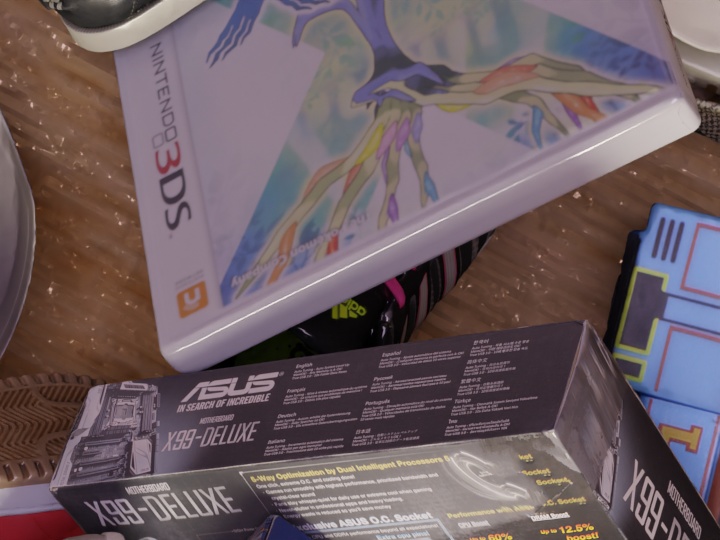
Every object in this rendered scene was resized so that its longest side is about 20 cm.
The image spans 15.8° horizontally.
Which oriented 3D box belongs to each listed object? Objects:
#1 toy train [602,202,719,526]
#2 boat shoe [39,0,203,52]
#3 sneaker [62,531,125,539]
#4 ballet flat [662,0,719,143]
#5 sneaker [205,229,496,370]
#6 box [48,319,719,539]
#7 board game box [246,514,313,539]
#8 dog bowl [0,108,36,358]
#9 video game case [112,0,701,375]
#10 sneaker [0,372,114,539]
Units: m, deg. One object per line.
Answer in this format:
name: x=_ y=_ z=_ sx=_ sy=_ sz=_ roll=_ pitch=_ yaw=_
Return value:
toy train: x=0.134 y=0.072 z=0.949 sx=0.114 sy=0.087 sz=0.201 roll=14 pitch=93 yaw=11
boat shoe: x=-0.038 y=-0.160 z=0.930 sx=0.200 sy=0.072 sz=0.068 roll=-35 pitch=129 yaw=5
sneaker: x=-0.140 y=0.156 z=0.888 sx=0.082 sy=0.075 sz=0.200 roll=14 pitch=135 yaw=-31
ballet flat: x=0.082 y=-0.102 z=0.952 sx=0.199 sy=0.075 sz=0.068 roll=22 pitch=81 yaw=3
sneaker: x=0.000 y=0.000 z=0.935 sx=0.074 sy=0.087 sz=0.200 roll=33 pitch=102 yaw=-3
box: x=0.017 y=0.095 z=0.881 sx=0.199 sy=0.050 sz=0.158 roll=-9 pitch=133 yaw=32
board game box: x=-0.023 y=0.191 z=0.922 sx=0.200 sy=0.200 sz=0.062 roll=38 pitch=50 yaw=-21
dog bowl: x=-0.216 y=-0.024 z=0.943 sx=0.199 sy=0.059 sz=0.201 roll=-2 pitch=110 yaw=-4
video game case: x=0.005 y=-0.078 z=0.907 sx=0.199 sy=0.022 sz=0.183 roll=-26 pitch=51 yaw=16
sneaker: x=-0.178 y=0.098 z=0.923 sx=0.199 sy=0.071 sz=0.113 roll=-1 pitch=131 yaw=-28
